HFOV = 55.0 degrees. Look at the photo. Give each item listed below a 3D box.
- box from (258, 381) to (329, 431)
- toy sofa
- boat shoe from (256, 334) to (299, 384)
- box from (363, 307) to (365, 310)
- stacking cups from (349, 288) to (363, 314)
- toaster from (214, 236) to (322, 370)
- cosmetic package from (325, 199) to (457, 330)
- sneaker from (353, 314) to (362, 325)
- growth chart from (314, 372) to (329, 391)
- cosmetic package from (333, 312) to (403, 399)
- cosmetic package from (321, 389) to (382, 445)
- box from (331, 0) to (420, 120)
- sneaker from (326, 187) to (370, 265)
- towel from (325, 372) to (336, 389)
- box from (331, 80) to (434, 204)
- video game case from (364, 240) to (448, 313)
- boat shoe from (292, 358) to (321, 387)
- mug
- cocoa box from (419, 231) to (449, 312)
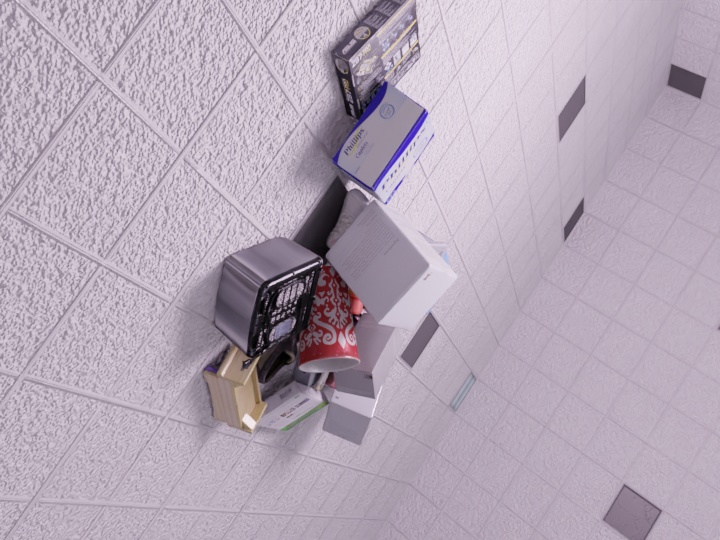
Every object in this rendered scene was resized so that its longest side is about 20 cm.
[{"bbox_3d":[-0.175,0.339,1.707,0.143,0.037,0.200,-33,154,6],"label":"box"},{"bbox_3d":[-0.263,0.250,1.469,0.203,0.095,0.084,91,20,-46],"label":"toy sofa"},{"bbox_3d":[-0.173,0.183,1.562,0.199,0.064,0.073,-41,149,-35],"label":"boat shoe"},{"bbox_3d":[0.052,0.004,1.734,0.095,0.099,0.204,-30,143,-41],"label":"box"},{"bbox_3d":[0.000,0.000,1.632,0.060,0.059,0.205,0,105,-61],"label":"stacking cups"},{"bbox_3d":[-0.183,0.056,1.340,0.198,0.117,0.184,-27,140,-48],"label":"toaster"},{"bbox_3d":[0.066,-0.009,1.469,0.167,0.201,0.166,-47,153,13],"label":"cosmetic package"},{"bbox_3d":[-0.038,0.104,1.702,0.078,0.083,0.199,-59,155,3],"label":"sneaker"},{"bbox_3d":[-0.070,0.220,1.640,0.200,0.017,0.147,-23,138,-86],"label":"growth chart"},{"bbox_3d":[0.020,0.195,1.612,0.201,0.104,0.092,-57,147,-45],"label":"cosmetic package"},{"bbox_3d":[-0.007,0.322,1.846,0.202,0.120,0.202,103,8,-56],"label":"cosmetic package"},{"bbox_3d":[0.037,-0.408,1.310,0.201,0.049,0.162,-50,156,-17],"label":"box"},{"bbox_3d":[-0.029,-0.084,1.521,0.099,0.077,0.203,-30,142,-39],"label":"sneaker"},{"bbox_3d":[-0.037,0.207,1.785,0.023,0.143,0.202,40,79,-21],"label":"towel"},{"bbox_3d":[0.051,-0.247,1.384,0.186,0.104,0.200,-55,169,4],"label":"box"},{"bbox_3d":[0.113,0.016,1.693,0.179,0.022,0.203,-1,125,-46],"label":"video game case"},{"bbox_3d":[-0.107,0.216,1.713,0.067,0.071,0.203,-20,138,-51],"label":"boat shoe"},{"bbox_3d":[-0.091,0.110,1.496,0.132,0.175,0.205,18,60,-51],"label":"mug"},{"bbox_3d":[0.159,0.002,1.893,0.134,0.130,0.201,-51,154,-13],"label":"cocoa box"}]
